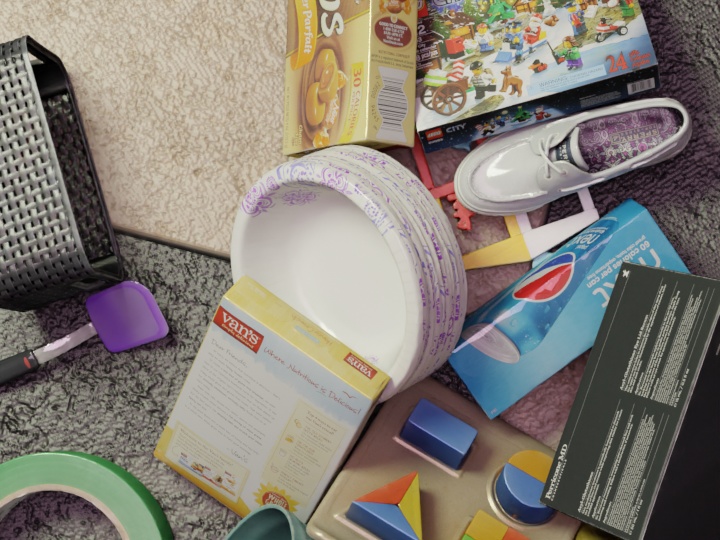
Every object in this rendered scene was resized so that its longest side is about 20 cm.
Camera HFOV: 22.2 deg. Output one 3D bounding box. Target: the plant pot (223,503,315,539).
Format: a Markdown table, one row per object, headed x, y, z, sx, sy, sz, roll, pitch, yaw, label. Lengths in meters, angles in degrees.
| x | y | z | sx | sy | sz | roll | pitch | yaw | label |
| --- | --- | --- | --- | --- | --- | --- | --- | --- | --- |
| -0.052 | 0.304 | 1.441 | 0.133 | 0.200 | 0.202 | 28 | 89 | -19 | plant pot |

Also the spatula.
| x | y | z | sx | sy | sz | roll | pitch | yaw | label |
| --- | --- | --- | --- | --- | --- | --- | --- | --- | --- |
| -0.259 | 0.065 | 1.547 | 0.199 | 0.021 | 0.057 | -24 | 103 | 7 | spatula |

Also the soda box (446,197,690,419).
| x | y | z | sx | sy | sz | roll | pitch | yaw | label |
| --- | --- | --- | --- | --- | --- | --- | --- | --- | --- |
| 0.162 | 0.030 | 1.480 | 0.199 | 0.064 | 0.068 | -36 | 101 | 2 | soda box |

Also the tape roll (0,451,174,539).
| x | y | z | sx | sy | sz | roll | pitch | yaw | label |
| --- | --- | --- | --- | --- | --- | --- | --- | --- | --- |
| -0.252 | 0.252 | 1.524 | 0.198 | 0.048 | 0.203 | 0 | 86 | 6 | tape roll |

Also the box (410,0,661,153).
| x | y | z | sx | sy | sz | roll | pitch | yaw | label |
| --- | --- | --- | --- | --- | --- | --- | --- | --- | --- |
| 0.131 | -0.186 | 1.491 | 0.198 | 0.038 | 0.138 | -16 | 62 | 6 | box |

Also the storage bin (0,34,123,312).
| x | y | z | sx | sy | sz | roll | pitch | yaw | label |
| --- | --- | --- | --- | --- | --- | --- | --- | --- | --- |
| -0.275 | -0.076 | 1.504 | 0.093 | 0.135 | 0.202 | -16 | 84 | 4 | storage bin |

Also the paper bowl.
| x | y | z | sx | sy | sz | roll | pitch | yaw | label |
| --- | --- | --- | --- | --- | --- | --- | --- | --- | --- |
| 0.000 | 0.000 | 1.459 | 0.199 | 0.104 | 0.203 | 17 | 116 | 37 | paper bowl |

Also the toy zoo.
| x | y | z | sx | sy | sz | roll | pitch | yaw | label |
| --- | --- | --- | --- | --- | --- | --- | --- | --- | --- |
| 0.115 | -0.085 | 1.522 | 0.130 | 0.020 | 0.202 | -19 | 84 | 4 | toy zoo |

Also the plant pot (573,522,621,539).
| x | y | z | sx | sy | sz | roll | pitch | yaw | label |
| --- | --- | --- | --- | --- | --- | --- | --- | --- | --- |
| 0.234 | 0.310 | 1.392 | 0.192 | 0.200 | 0.197 | 14 | 87 | 7 | plant pot |

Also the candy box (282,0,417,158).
| x | y | z | sx | sy | sz | roll | pitch | yaw | label |
| --- | --- | --- | --- | --- | --- | --- | --- | --- | --- |
| -0.008 | -0.195 | 1.492 | 0.055 | 0.115 | 0.202 | 7 | 82 | -38 | candy box |

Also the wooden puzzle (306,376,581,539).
| x | y | z | sx | sy | sz | roll | pitch | yaw | label |
| --- | --- | --- | --- | --- | --- | --- | --- | --- | --- |
| 0.080 | 0.177 | 1.436 | 0.184 | 0.046 | 0.200 | 30 | 49 | 7 | wooden puzzle |

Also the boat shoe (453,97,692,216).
| x | y | z | sx | sy | sz | roll | pitch | yaw | label |
| --- | --- | --- | --- | --- | --- | --- | --- | --- | --- |
| 0.171 | -0.093 | 1.471 | 0.198 | 0.069 | 0.073 | -11 | 85 | 5 | boat shoe |

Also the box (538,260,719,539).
| x | y | z | sx | sy | sz | roll | pitch | yaw | label |
| --- | --- | --- | --- | --- | --- | --- | --- | --- | --- |
| 0.229 | 0.105 | 1.376 | 0.078 | 0.141 | 0.202 | 21 | 88 | -29 | box |

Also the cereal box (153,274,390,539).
| x | y | z | sx | sy | sz | roll | pitch | yaw | label |
| --- | --- | --- | --- | --- | --- | --- | --- | --- | --- |
| -0.074 | 0.116 | 1.460 | 0.143 | 0.040 | 0.201 | 35 | 131 | 7 | cereal box |
